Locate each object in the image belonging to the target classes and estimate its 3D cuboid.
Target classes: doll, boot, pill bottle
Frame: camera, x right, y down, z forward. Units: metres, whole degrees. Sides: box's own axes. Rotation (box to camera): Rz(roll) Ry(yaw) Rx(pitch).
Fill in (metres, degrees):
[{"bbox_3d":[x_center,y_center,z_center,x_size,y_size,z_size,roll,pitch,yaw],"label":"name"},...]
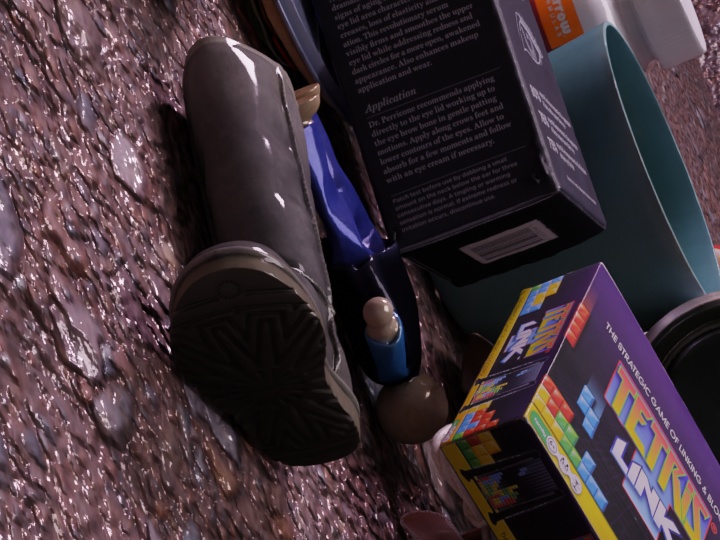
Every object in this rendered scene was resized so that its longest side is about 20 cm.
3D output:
[{"bbox_3d":[0.000,0.000,1.363,0.136,0.048,0.200,-88,154,-79],"label":"doll"},{"bbox_3d":[-0.051,-0.029,1.177,0.182,0.072,0.200,71,12,-58],"label":"boot"},{"bbox_3d":[0.129,-0.156,1.755,0.110,0.200,0.110,-21,90,-77],"label":"pill bottle"}]

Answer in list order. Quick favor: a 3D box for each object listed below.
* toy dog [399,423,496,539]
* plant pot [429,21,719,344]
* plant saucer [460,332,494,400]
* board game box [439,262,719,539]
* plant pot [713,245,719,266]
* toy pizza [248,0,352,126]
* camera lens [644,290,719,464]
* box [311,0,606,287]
[{"bbox_3d":[0.069,0.156,1.363,0.200,0.096,0.132,4,67,-58],"label":"toy dog"},{"bbox_3d":[0.125,-0.039,1.652,0.201,0.161,0.201,-21,90,-75],"label":"plant pot"},{"bbox_3d":[0.124,0.122,1.545,0.200,0.032,0.200,47,-5,5],"label":"plant saucer"},{"bbox_3d":[0.134,0.121,1.338,0.200,0.057,0.165,58,32,-17],"label":"board game box"},{"bbox_3d":[0.266,0.097,1.909,0.183,0.200,0.201,55,18,-24],"label":"plant pot"},{"bbox_3d":[-0.040,-0.173,1.506,0.200,0.032,0.200,-21,90,-77],"label":"toy pizza"},{"bbox_3d":[0.240,0.106,1.599,0.200,0.160,0.160,68,4,-75],"label":"camera lens"},{"bbox_3d":[0.054,-0.107,1.482,0.148,0.104,0.200,28,42,-72],"label":"box"}]
